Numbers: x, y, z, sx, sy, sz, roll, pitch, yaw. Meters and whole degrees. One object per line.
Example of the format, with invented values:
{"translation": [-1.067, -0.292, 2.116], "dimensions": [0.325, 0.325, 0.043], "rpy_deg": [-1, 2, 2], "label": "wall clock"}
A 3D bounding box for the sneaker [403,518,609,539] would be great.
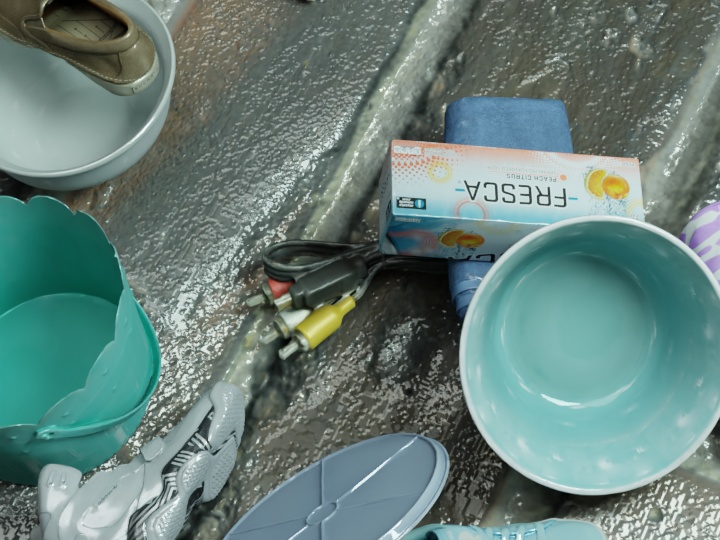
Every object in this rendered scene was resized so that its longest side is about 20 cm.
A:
{"translation": [0.082, 0.213, 1.215], "dimensions": [0.198, 0.082, 0.075], "rpy_deg": [-14, 60, 2], "label": "sneaker"}

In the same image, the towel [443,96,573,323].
{"translation": [0.121, -0.044, 1.369], "dimensions": [0.110, 0.049, 0.202], "rpy_deg": [4, 62, -9], "label": "towel"}

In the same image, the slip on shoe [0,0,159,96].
{"translation": [-0.254, -0.215, 1.432], "dimensions": [0.199, 0.061, 0.076], "rpy_deg": [34, 71, 25], "label": "slip on shoe"}

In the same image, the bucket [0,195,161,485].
{"translation": [-0.259, 0.060, 1.334], "dimensions": [0.204, 0.135, 0.209], "rpy_deg": [-4, 60, 8], "label": "bucket"}

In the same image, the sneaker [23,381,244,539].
{"translation": [-0.174, 0.158, 1.296], "dimensions": [0.114, 0.075, 0.201], "rpy_deg": [22, 69, 18], "label": "sneaker"}

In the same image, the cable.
{"translation": [0.000, 0.000, 1.391], "dimensions": [0.198, 0.051, 0.097], "rpy_deg": [-22, 51, -17], "label": "cable"}

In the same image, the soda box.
{"translation": [0.115, -0.049, 1.306], "dimensions": [0.197, 0.064, 0.069], "rpy_deg": [4, 62, -7], "label": "soda box"}

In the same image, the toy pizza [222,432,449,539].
{"translation": [-0.020, 0.186, 1.223], "dimensions": [0.199, 0.032, 0.200], "rpy_deg": [-28, 16, 9], "label": "toy pizza"}

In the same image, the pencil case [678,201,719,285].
{"translation": [0.299, 0.042, 1.283], "dimensions": [0.084, 0.084, 0.202], "rpy_deg": [2, 59, -16], "label": "pencil case"}

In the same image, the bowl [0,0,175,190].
{"translation": [-0.247, -0.143, 1.477], "dimensions": [0.198, 0.091, 0.203], "rpy_deg": [-4, 59, 7], "label": "bowl"}

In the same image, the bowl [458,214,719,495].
{"translation": [0.166, 0.051, 1.254], "dimensions": [0.198, 0.105, 0.203], "rpy_deg": [0, 101, -1], "label": "bowl"}
